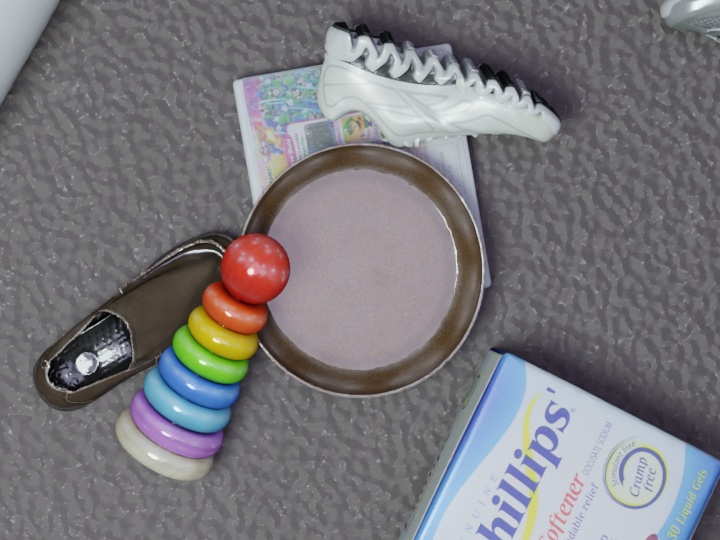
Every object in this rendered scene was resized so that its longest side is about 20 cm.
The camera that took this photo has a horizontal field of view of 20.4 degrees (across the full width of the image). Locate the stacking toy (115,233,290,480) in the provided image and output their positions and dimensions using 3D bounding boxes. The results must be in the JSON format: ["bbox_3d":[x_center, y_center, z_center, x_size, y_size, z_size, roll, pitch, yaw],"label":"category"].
[{"bbox_3d":[-0.112,0.061,1.557,0.085,0.085,0.201,29,107,-3],"label":"stacking toy"}]

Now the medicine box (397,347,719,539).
[{"bbox_3d":[0.155,0.187,1.593,0.199,0.103,0.183,26,88,-4],"label":"medicine box"}]

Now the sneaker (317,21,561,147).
[{"bbox_3d":[0.060,-0.133,1.589,0.198,0.075,0.082,17,103,-2],"label":"sneaker"}]

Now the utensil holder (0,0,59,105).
[{"bbox_3d":[-0.338,-0.182,1.534,0.169,0.170,0.201,29,91,-3],"label":"utensil holder"}]

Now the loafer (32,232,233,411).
[{"bbox_3d":[-0.172,0.046,1.588,0.200,0.071,0.073,-39,92,-3],"label":"loafer"}]

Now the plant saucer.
[{"bbox_3d":[0.000,0.000,1.598,0.198,0.032,0.203,0,91,-3],"label":"plant saucer"}]

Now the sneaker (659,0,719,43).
[{"bbox_3d":[0.339,-0.188,1.622,0.198,0.075,0.083,8,87,-4],"label":"sneaker"}]

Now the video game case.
[{"bbox_3d":[0.001,-0.070,1.625,0.180,0.024,0.202,-10,91,-4],"label":"video game case"}]
